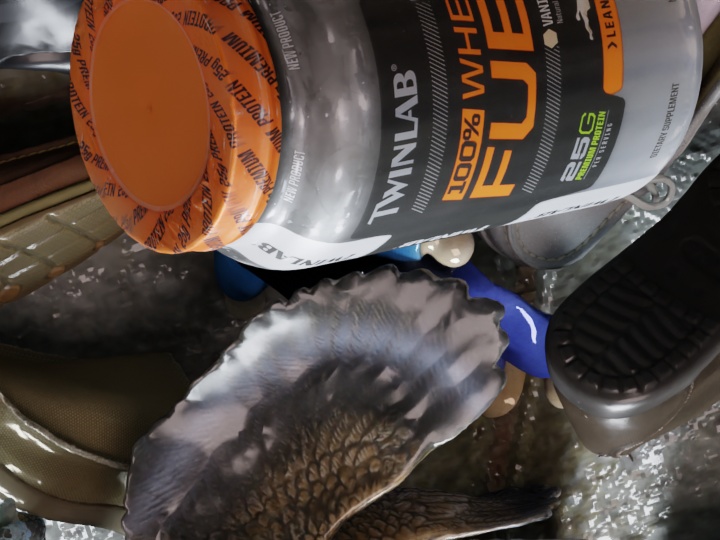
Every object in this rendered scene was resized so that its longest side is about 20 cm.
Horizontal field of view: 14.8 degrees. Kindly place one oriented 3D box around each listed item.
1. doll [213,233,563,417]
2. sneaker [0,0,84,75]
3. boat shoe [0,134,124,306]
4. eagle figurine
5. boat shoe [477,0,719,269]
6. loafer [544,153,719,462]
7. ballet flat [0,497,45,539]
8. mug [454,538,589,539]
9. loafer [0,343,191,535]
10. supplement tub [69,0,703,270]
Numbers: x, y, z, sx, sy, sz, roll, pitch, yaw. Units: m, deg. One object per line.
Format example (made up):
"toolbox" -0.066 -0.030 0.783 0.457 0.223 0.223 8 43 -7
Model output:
"doll" 0.000 0.000 1.054 0.136 0.049 0.200 -11 148 43
"sneaker" -0.134 -0.104 0.940 0.199 0.072 0.083 28 100 -30
"boat shoe" -0.163 -0.018 1.001 0.199 0.068 0.072 -22 164 -19
"eagle figurine" -0.024 0.106 1.039 0.151 0.152 0.200 41 68 -11
"boat shoe" 0.107 -0.077 1.040 0.074 0.065 0.202 22 117 -27
"loafer" 0.146 0.005 1.085 0.199 0.073 0.072 -31 150 -25
"ballet flat" -0.176 0.078 1.008 0.074 0.199 0.075 -26 128 -38
"mug" 0.014 0.197 1.129 0.174 0.200 0.149 0 112 -6
"loafer" -0.096 0.061 1.079 0.068 0.076 0.200 -50 139 9
"supplement tub" 0.009 -0.069 0.942 0.199 0.122 0.123 -13 132 -37
